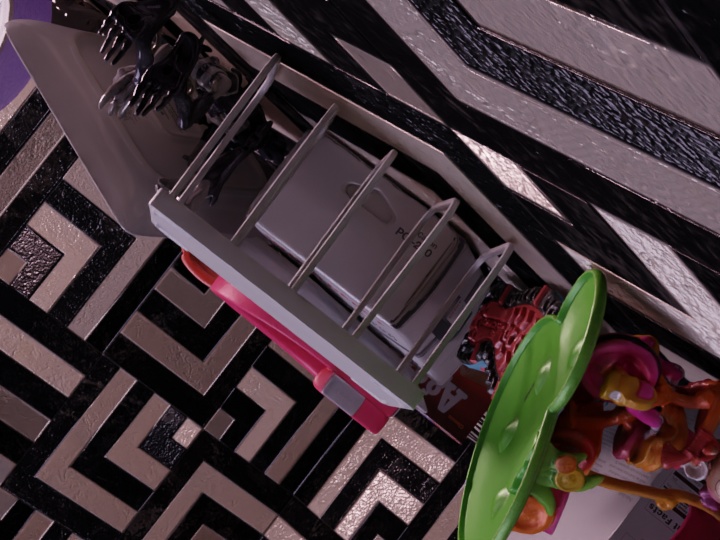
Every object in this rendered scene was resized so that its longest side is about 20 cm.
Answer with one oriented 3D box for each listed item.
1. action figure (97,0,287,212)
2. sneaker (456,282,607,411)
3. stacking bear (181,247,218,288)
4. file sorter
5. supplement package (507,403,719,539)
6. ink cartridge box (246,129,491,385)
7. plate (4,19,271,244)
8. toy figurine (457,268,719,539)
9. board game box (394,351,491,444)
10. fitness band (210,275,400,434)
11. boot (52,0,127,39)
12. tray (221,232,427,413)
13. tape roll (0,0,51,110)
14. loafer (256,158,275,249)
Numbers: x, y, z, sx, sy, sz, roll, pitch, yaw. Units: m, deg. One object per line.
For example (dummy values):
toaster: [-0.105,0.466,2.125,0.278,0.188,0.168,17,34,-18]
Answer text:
action figure: [-0.122,-0.110,1.297,0.119,0.102,0.200,51,180,23]
sneaker: [0.133,0.058,1.236,0.095,0.080,0.200,26,-175,-11]
stacking bear: [-0.135,-0.035,2.234,0.114,0.121,0.200,46,-176,-8]
file sorter: [-0.017,-0.022,1.185,0.200,0.125,0.139,38,175,-3]
supplement package: [0.197,0.205,1.270,0.147,0.200,0.191,39,176,-8]
ink cartridge box: [0.015,-0.006,1.373,0.145,0.085,0.200,37,174,18]
plate: [-0.149,-0.108,1.398,0.199,0.032,0.200,3,-130,-56]
toy figurine: [0.175,0.108,1.066,0.183,0.201,0.151,20,-141,-7]
board game box: [0.035,0.041,1.549,0.200,0.103,0.019,38,176,0]
fitness band: [-0.040,0.059,1.455,0.143,0.037,0.200,40,177,33]
boot: [-0.242,-0.193,1.678,0.199,0.073,0.151,30,172,30]
tray: [-0.023,0.034,1.392,0.107,0.022,0.200,38,176,42]
tape roll: [-0.346,-0.209,1.478,0.200,0.201,0.066,40,174,-23]
loafer: [-0.080,-0.060,1.778,0.200,0.073,0.071,44,-175,-8]
